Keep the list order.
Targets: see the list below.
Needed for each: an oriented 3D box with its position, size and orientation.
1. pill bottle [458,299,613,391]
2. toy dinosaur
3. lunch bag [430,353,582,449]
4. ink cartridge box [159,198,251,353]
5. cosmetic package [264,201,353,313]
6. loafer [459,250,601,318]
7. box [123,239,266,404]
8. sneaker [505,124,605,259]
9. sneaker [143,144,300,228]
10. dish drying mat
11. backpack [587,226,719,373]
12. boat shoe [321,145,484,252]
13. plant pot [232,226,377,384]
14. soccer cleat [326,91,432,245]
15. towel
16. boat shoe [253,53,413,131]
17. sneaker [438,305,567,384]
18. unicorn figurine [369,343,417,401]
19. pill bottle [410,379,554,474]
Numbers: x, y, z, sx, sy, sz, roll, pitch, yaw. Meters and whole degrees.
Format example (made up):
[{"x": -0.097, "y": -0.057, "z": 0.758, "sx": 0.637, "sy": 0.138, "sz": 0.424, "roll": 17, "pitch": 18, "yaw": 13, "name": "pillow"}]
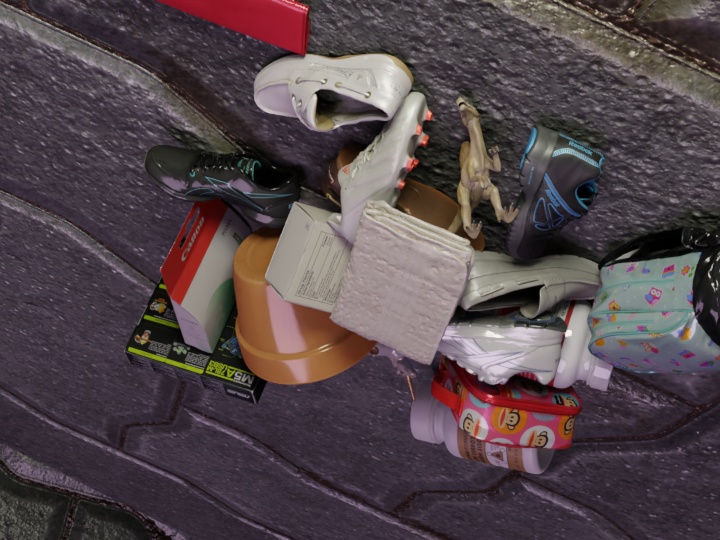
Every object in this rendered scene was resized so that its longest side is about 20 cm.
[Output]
[{"x": 0.214, "y": 0.077, "z": 1.466, "sx": 0.198, "sy": 0.113, "sz": 0.113, "roll": 17, "pitch": 152, "yaw": 13, "name": "pill bottle"}, {"x": 0.119, "y": -0.083, "z": 1.258, "sx": 0.058, "sy": 0.102, "sz": 0.201, "roll": -8, "pitch": 133, "yaw": -17, "name": "toy dinosaur"}, {"x": 0.172, "y": 0.152, "z": 1.530, "sx": 0.174, "sy": 0.083, "sz": 0.200, "roll": 8, "pitch": -161, "yaw": -14, "name": "lunch bag"}, {"x": -0.194, "y": -0.009, "z": 1.570, "sx": 0.050, "sy": 0.162, "sz": 0.201, "roll": 17, "pitch": 152, "yaw": 9, "name": "ink cartridge box"}, {"x": 0.000, "y": 0.000, "z": 1.423, "sx": 0.198, "sy": 0.104, "sz": 0.073, "roll": 17, "pitch": -165, "yaw": -30, "name": "cosmetic package"}, {"x": 0.197, "y": 0.022, "z": 1.368, "sx": 0.198, "sy": 0.070, "sz": 0.070, "roll": 1, "pitch": 152, "yaw": -17, "name": "loafer"}, {"x": -0.199, "y": 0.068, "z": 1.677, "sx": 0.198, "sy": 0.195, "sz": 0.048, "roll": 15, "pitch": 153, "yaw": 13, "name": "box"}, {"x": 0.202, "y": -0.067, "z": 1.262, "sx": 0.081, "sy": 0.074, "sz": 0.201, "roll": 17, "pitch": 153, "yaw": 10, "name": "sneaker"}, {"x": -0.164, "y": -0.120, "z": 1.466, "sx": 0.198, "sy": 0.076, "sz": 0.080, "roll": 17, "pitch": 142, "yaw": -6, "name": "sneaker"}, {"x": -0.145, "y": -0.276, "z": 1.215, "sx": 0.198, "sy": 0.018, "sz": 0.077, "roll": 20, "pitch": 153, "yaw": 4, "name": "dish drying mat"}, {"x": 0.337, "y": 0.042, "z": 1.297, "sx": 0.166, "sy": 0.128, "sz": 0.199, "roll": 37, "pitch": 153, "yaw": -32, "name": "backpack"}, {"x": 0.047, "y": -0.067, "z": 1.381, "sx": 0.199, "sy": 0.071, "sz": 0.070, "roll": 35, "pitch": 137, "yaw": -2, "name": "boat shoe"}, {"x": -0.078, "y": 0.025, "z": 1.535, "sx": 0.198, "sy": 0.201, "sz": 0.141, "roll": 5, "pitch": 131, "yaw": 30, "name": "plant pot"}, {"x": 0.017, "y": -0.107, "z": 1.282, "sx": 0.077, "sy": 0.069, "sz": 0.201, "roll": 26, "pitch": 128, "yaw": 8, "name": "soccer cleat"}, {"x": 0.044, "y": 0.015, "z": 1.311, "sx": 0.131, "sy": 0.035, "sz": 0.201, "roll": 25, "pitch": 138, "yaw": 5, "name": "towel"}, {"x": -0.041, "y": -0.179, "z": 1.250, "sx": 0.198, "sy": 0.070, "sz": 0.071, "roll": 0, "pitch": 147, "yaw": 39, "name": "boat shoe"}, {"x": 0.138, "y": 0.090, "z": 1.396, "sx": 0.198, "sy": 0.075, "sz": 0.088, "roll": 5, "pitch": 107, "yaw": 17, "name": "sneaker"}, {"x": 0.032, "y": 0.104, "z": 1.649, "sx": 0.199, "sy": 0.075, "sz": 0.137, "roll": 25, "pitch": 162, "yaw": -19, "name": "unicorn figurine"}, {"x": 0.179, "y": 0.219, "z": 1.745, "sx": 0.198, "sy": 0.115, "sz": 0.115, "roll": 9, "pitch": 150, "yaw": 26, "name": "pill bottle"}]
